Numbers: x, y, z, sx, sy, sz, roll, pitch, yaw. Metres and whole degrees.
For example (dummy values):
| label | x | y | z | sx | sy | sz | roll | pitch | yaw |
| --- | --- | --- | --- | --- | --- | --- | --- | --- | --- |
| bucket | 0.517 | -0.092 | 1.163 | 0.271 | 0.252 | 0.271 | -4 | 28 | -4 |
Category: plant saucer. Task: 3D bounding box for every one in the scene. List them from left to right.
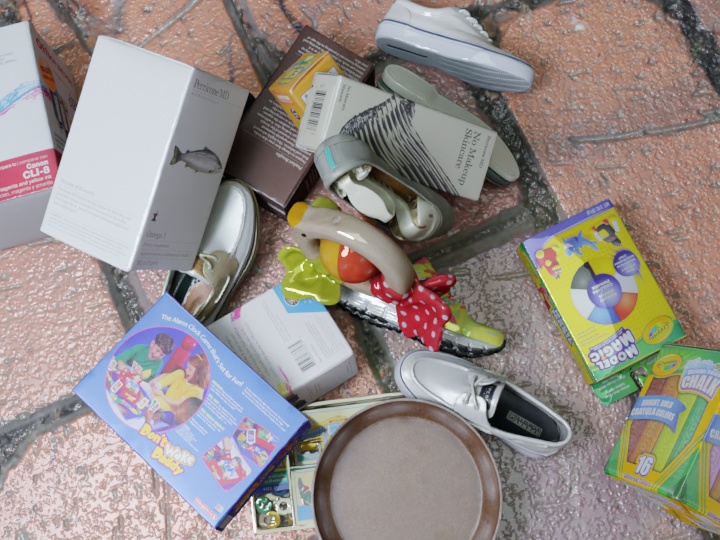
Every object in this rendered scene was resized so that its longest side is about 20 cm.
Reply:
| label | x | y | z | sx | sy | sz | roll | pitch | yaw |
| --- | --- | --- | --- | --- | --- | --- | --- | --- | --- |
| plant saucer | 0.048 | 0.236 | 0.922 | 0.198 | 0.034 | 0.203 | 0 | 82 | 3 |

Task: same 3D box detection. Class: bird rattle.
| label | x | y | z | sx | sy | sz | roll | pitch | yaw |
| --- | --- | --- | --- | --- | --- | --- | --- | --- | --- |
| bird rattle | 0.000 | 0.000 | 0.876 | 0.199 | 0.163 | 0.113 | 30 | 75 | 28 |

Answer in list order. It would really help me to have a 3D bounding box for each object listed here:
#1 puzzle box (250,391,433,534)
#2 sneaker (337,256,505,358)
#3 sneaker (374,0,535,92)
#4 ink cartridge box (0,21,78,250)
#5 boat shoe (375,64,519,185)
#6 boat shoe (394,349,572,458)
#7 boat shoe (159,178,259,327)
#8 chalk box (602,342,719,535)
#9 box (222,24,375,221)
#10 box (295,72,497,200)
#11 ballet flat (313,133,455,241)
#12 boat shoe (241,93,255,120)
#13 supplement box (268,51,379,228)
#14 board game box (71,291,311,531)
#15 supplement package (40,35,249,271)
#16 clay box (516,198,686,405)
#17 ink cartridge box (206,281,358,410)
| label | x | y | z | sx | sy | sz | roll | pitch | yaw |
| --- | --- | --- | --- | --- | --- | --- | --- | --- | --- |
| puzzle box | -0.025 | 0.208 | 0.962 | 0.197 | 0.025 | 0.135 | -8 | 77 | 1 |
| sneaker | 0.072 | 0.032 | 0.972 | 0.198 | 0.078 | 0.091 | 23 | 77 | 7 |
| sneaker | 0.117 | -0.272 | 1.039 | 0.198 | 0.073 | 0.071 | 22 | 82 | 7 |
| ink cartridge box | -0.397 | -0.147 | 0.993 | 0.143 | 0.145 | 0.202 | -16 | 78 | -2 |
| boat shoe | 0.097 | -0.158 | 1.032 | 0.199 | 0.073 | 0.062 | 38 | 124 | 3 |
| boat shoe | 0.132 | 0.140 | 0.939 | 0.199 | 0.066 | 0.072 | 31 | 69 | 2 |
| boat shoe | -0.167 | -0.003 | 0.962 | 0.074 | 0.068 | 0.202 | 20 | 97 | 16 |
| chalk box | 0.364 | 0.153 | 0.893 | 0.123 | 0.124 | 0.201 | 31 | 80 | -15 |
| box | -0.073 | -0.169 | 1.025 | 0.100 | 0.075 | 0.201 | 31 | 79 | 8 |
| box | 0.039 | -0.137 | 0.913 | 0.198 | 0.068 | 0.083 | 12 | 98 | -29 |
| ballet flat | 0.030 | -0.062 | 0.869 | 0.067 | 0.199 | 0.064 | -38 | 45 | 22 |
| boat shoe | -0.219 | -0.177 | 1.032 | 0.198 | 0.069 | 0.085 | -25 | 78 | -3 |
| supplement box | -0.012 | -0.139 | 0.963 | 0.069 | 0.066 | 0.201 | -42 | 116 | -14 |
| board game box | -0.166 | 0.137 | 0.875 | 0.200 | 0.045 | 0.135 | 40 | 76 | 14 |
| supplement package | -0.213 | -0.112 | 0.881 | 0.116 | 0.117 | 0.202 | 22 | 98 | 20 |
| clay box | 0.272 | 0.036 | 0.978 | 0.114 | 0.048 | 0.202 | -26 | 77 | -4 |
| ink cartridge box | -0.116 | 0.106 | 0.950 | 0.199 | 0.068 | 0.116 | -30 | 66 | -9 |
